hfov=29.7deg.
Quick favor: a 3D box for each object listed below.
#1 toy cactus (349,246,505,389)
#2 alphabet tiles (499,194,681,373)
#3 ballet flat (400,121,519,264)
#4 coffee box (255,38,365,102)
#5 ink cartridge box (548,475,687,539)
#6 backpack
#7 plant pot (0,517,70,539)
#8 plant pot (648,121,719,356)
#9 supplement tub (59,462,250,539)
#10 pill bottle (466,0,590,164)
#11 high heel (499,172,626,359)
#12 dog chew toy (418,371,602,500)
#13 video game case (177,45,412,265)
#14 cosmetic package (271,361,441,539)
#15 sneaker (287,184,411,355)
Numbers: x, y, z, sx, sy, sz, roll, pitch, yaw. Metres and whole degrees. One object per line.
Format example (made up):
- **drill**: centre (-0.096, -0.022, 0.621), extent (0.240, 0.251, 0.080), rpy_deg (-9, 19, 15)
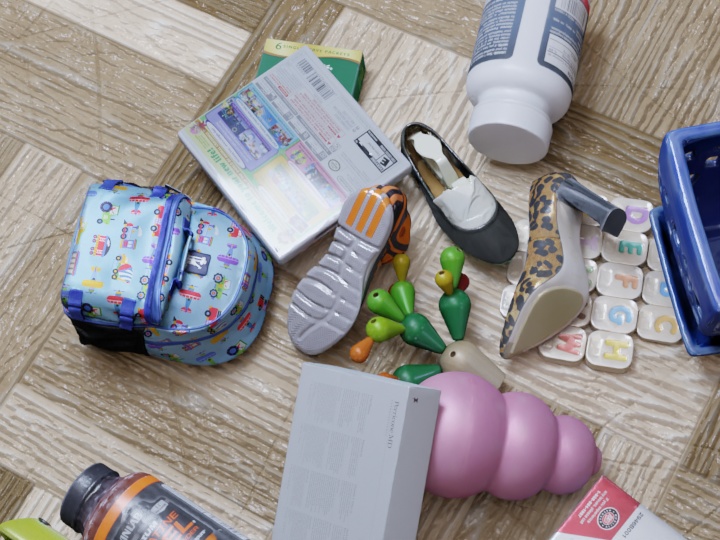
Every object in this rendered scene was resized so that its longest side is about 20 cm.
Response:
- **toy cactus**: centre (0.071, 0.080, 1.418), extent (0.165, 0.102, 0.200), rpy_deg (34, 70, -1)
- **alphabet tiles**: centre (0.253, 0.009, 1.459), extent (0.195, 0.015, 0.201), rpy_deg (9, 67, 10)
- **ballet flat**: centre (0.098, -0.088, 1.474), extent (0.068, 0.068, 0.200), rpy_deg (-36, 58, -4)
- **coffee box**: centre (-0.072, -0.166, 1.555), extent (0.122, 0.044, 0.201), rpy_deg (10, 68, 11)
- **ink cartridge box**: centre (0.263, 0.317, 1.282), extent (0.200, 0.084, 0.144), rpy_deg (37, 74, 19)
- **backpack**: centre (-0.198, 0.004, 1.446), extent (0.199, 0.135, 0.183), rpy_deg (11, 69, 8)
- **plant pot**: centre (-0.292, 0.357, 1.267), extent (0.199, 0.200, 0.182), rpy_deg (29, 66, 18)
- **plant pot**: centre (0.403, -0.028, 1.363), extent (0.199, 0.180, 0.201), rpy_deg (-9, 65, -4)
- **supplement tub**: centre (-0.199, 0.270, 1.340), extent (0.199, 0.107, 0.107), rpy_deg (29, 72, 17)
- **pill bottle**: centre (0.182, -0.227, 1.515), extent (0.119, 0.120, 0.201), rpy_deg (11, 68, 11)
- **high heel**: centre (0.186, -0.008, 1.454), extent (0.200, 0.071, 0.143), rpy_deg (-55, 35, 4)
- **dog chew toy**: centre (0.140, 0.171, 1.343), extent (0.199, 0.125, 0.125), rpy_deg (12, 66, -9)
- **video game case**: centre (-0.074, -0.131, 1.504), extent (0.182, 0.022, 0.200), rpy_deg (-36, 70, -11)
- **cosmetic package**: centre (-0.007, 0.199, 1.308), extent (0.150, 0.052, 0.201), rpy_deg (9, 88, 48)
- **sneaker**: centre (0.000, 0.000, 1.458), extent (0.077, 0.112, 0.200), rpy_deg (36, 108, 16)
